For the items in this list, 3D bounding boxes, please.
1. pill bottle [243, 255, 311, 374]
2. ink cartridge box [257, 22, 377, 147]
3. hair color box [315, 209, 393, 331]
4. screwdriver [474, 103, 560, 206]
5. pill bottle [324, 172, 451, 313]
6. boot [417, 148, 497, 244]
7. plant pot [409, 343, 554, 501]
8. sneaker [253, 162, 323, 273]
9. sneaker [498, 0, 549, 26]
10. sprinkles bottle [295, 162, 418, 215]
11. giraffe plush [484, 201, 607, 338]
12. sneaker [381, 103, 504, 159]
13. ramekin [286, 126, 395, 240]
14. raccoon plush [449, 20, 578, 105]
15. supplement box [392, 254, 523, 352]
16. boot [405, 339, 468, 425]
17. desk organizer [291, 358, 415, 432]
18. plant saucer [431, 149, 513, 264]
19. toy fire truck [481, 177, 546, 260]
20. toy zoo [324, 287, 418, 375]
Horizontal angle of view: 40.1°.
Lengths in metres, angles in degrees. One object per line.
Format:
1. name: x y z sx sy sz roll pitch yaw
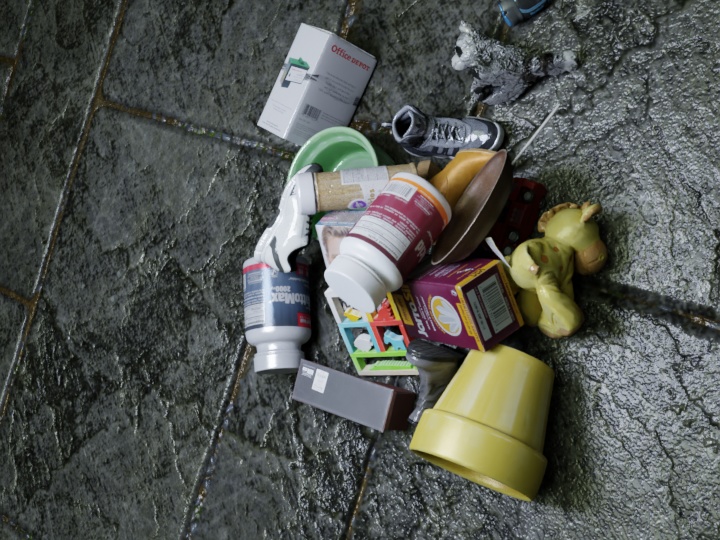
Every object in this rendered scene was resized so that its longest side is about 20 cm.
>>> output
1. pill bottle: -0.148 0.080 1.767 0.119 0.119 0.202 -12 76 33
2. ink cartridge box: -0.076 -0.321 1.771 0.084 0.146 0.201 30 99 37
3. hair color box: 0.000 0.000 1.641 0.099 0.061 0.201 3 122 30
4. screwdriver: 0.246 -0.176 1.531 0.200 0.028 0.029 -50 24 21
5. pill bottle: 0.041 -0.041 1.500 0.114 0.114 0.200 23 65 35
6. boot: 0.151 -0.115 1.609 0.200 0.071 0.145 -6 67 47
7. plant pot: 0.196 0.216 1.466 0.200 0.201 0.190 13 75 36
8. sneaker: -0.105 -0.087 1.686 0.080 0.074 0.201 31 105 18
9. sneaker: 0.247 -0.501 1.632 0.081 0.073 0.202 -23 74 12
10. sprinkles bottle: -0.005 -0.133 1.599 0.198 0.068 0.069 -6 75 -4
11. giraffe plush: 0.293 -0.021 1.463 0.162 0.201 0.172 -40 29 -14
12. sneaker: 0.130 -0.227 1.627 0.199 0.113 0.076 6 85 36
13. ramekin: -0.025 -0.143 1.732 0.199 0.097 0.202 -7 78 34
14. raccoon plush: 0.246 -0.353 1.611 0.198 0.097 0.135 -8 61 4
15. supplement box: 0.140 0.046 1.501 0.199 0.085 0.111 6 123 60
16. boot: 0.107 0.182 1.524 0.069 0.200 0.133 24 92 28
17. desk organizer: -0.012 0.212 1.673 0.199 0.077 0.072 14 90 36
18. plant saucer: 0.174 -0.087 1.472 0.036 0.201 0.201 31 103 -8
19. toy fire truck: 0.205 -0.060 1.585 0.140 0.049 0.202 21 92 39
20. toy zoo: 0.020 0.086 1.633 0.130 0.020 0.201 -4 119 34
